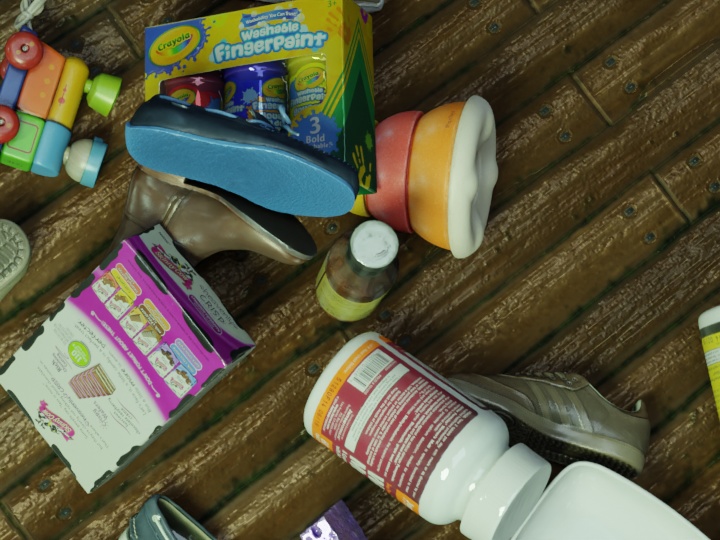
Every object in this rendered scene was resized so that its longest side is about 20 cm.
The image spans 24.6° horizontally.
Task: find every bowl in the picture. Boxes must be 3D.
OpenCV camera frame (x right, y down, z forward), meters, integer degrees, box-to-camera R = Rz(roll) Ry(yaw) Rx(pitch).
[{"bbox_3d":[0.211,0.292,1.456,0.200,0.075,0.200,36,78,2],"label":"bowl"}]

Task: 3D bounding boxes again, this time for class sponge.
[{"bbox_3d":[0.023,0.293,1.414,0.030,0.112,0.200,-36,85,5],"label":"sponge"}]

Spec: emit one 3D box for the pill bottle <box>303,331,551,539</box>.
[{"bbox_3d":[0.058,0.148,1.422,0.200,0.110,0.110,34,77,21],"label":"pill bottle"}]

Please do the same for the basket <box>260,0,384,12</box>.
[{"bbox_3d":[-0.061,-0.362,1.511,0.199,0.161,0.199,6,79,-3],"label":"basket"}]

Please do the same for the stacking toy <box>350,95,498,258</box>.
[{"bbox_3d":[0.020,-0.094,1.502,0.199,0.146,0.147,7,78,14],"label":"stacking toy"}]

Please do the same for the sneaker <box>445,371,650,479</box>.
[{"bbox_3d":[0.167,0.125,1.498,0.199,0.071,0.076,22,58,-5],"label":"sneaker"}]

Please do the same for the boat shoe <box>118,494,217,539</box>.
[{"bbox_3d":[-0.117,0.272,1.421,0.200,0.075,0.062,41,114,9],"label":"boat shoe"}]

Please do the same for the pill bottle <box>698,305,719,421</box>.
[{"bbox_3d":[0.378,0.125,1.488,0.111,0.111,0.201,-9,80,-8],"label":"pill bottle"}]

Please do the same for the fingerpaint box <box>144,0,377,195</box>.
[{"bbox_3d":[-0.091,-0.144,1.464,0.199,0.073,0.168,-5,78,23],"label":"fingerpaint box"}]

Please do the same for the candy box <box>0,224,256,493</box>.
[{"bbox_3d":[-0.202,0.077,1.403,0.200,0.061,0.137,-41,85,28],"label":"candy box"}]

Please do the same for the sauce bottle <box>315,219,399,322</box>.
[{"bbox_3d":[0.000,0.000,1.425,0.066,0.200,0.066,1,80,-7],"label":"sauce bottle"}]

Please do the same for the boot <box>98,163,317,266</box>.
[{"bbox_3d":[-0.147,0.015,1.424,0.186,0.064,0.201,32,111,19],"label":"boot"}]

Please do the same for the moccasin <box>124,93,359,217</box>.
[{"bbox_3d":[-0.092,-0.107,1.359,0.199,0.081,0.068,20,49,0],"label":"moccasin"}]

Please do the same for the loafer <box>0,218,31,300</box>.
[{"bbox_3d":[-0.364,0.031,1.448,0.199,0.068,0.076,-33,80,5],"label":"loafer"}]

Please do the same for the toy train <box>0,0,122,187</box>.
[{"bbox_3d":[-0.267,-0.179,1.496,0.115,0.085,0.201,19,77,-13],"label":"toy train"}]
